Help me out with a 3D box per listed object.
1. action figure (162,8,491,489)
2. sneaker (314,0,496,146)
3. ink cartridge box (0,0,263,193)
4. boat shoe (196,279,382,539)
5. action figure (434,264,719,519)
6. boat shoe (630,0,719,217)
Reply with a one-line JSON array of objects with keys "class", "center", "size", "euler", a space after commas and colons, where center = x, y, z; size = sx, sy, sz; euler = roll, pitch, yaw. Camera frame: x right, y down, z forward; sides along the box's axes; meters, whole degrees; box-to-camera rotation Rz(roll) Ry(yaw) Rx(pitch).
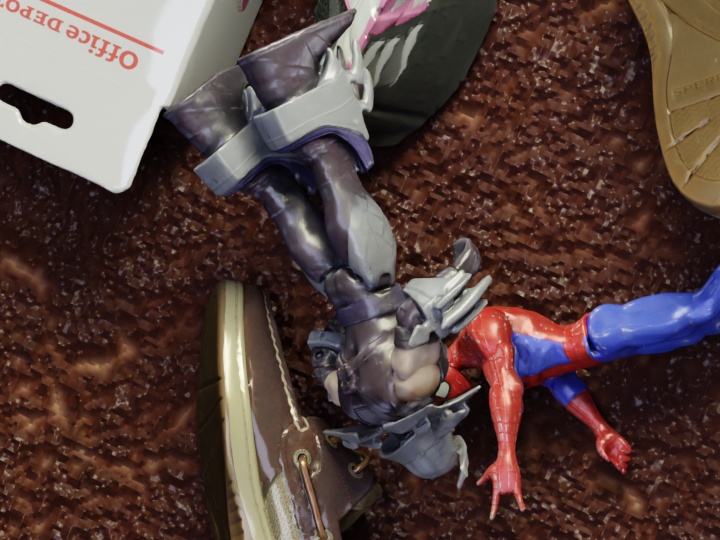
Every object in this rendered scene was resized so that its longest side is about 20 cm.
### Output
[{"class": "action figure", "center": [0.000, 0.000, 1.203], "size": [0.130, 0.069, 0.200], "euler": [-23, 93, 54]}, {"class": "sneaker", "center": [0.015, -0.149, 1.265], "size": [0.086, 0.080, 0.200], "euler": [31, 99, 37]}, {"class": "ink cartridge box", "center": [-0.102, -0.144, 1.290], "size": [0.115, 0.068, 0.200], "euler": [25, 96, 15]}, {"class": "boat shoe", "center": [-0.026, 0.100, 1.274], "size": [0.072, 0.072, 0.200], "euler": [-6, 75, -14]}, {"class": "action figure", "center": [0.117, 0.050, 1.224], "size": [0.200, 0.065, 0.099], "euler": [-10, 78, 16]}, {"class": "boat shoe", "center": [0.156, -0.104, 1.209], "size": [0.072, 0.072, 0.200], "euler": [-18, 61, 22]}]
